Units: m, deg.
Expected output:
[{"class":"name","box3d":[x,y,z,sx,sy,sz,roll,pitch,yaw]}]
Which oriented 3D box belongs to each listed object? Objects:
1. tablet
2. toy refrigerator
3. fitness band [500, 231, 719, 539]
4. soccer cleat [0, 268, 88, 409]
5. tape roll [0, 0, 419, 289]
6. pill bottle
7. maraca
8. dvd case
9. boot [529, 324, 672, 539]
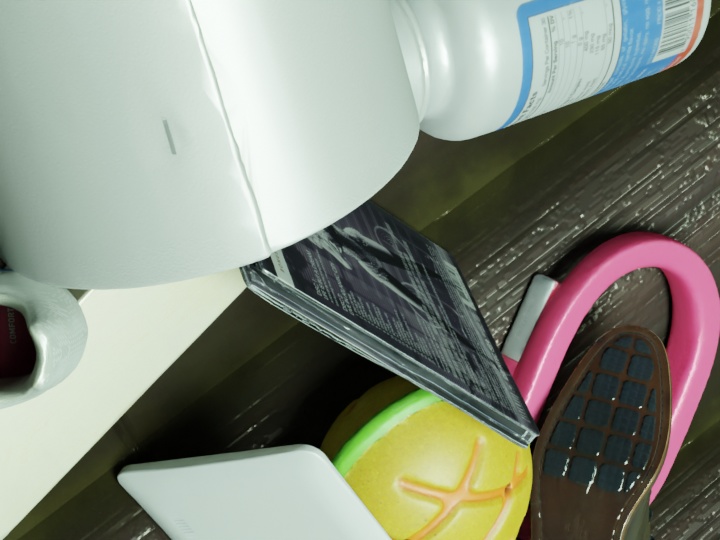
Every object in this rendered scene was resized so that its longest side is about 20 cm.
[{"class":"tablet","box3d":[-0.028,0.162,1.062,0.200,0.130,0.014,54,41,-34]},{"class":"toy refrigerator","box3d":[-0.146,0.040,0.963,0.200,0.076,0.070,-47,126,-12]},{"class":"fitness band","box3d":[0.143,0.072,1.193,0.143,0.037,0.200,18,97,-37]},{"class":"soccer cleat","box3d":[-0.219,0.032,0.863,0.200,0.086,0.070,-6,101,0]},{"class":"tape roll","box3d":[-0.086,-0.101,0.876,0.202,0.203,0.139,-29,121,-23]},{"class":"pill bottle","box3d":[0.071,-0.131,1.027,0.200,0.112,0.112,-20,116,-27]},{"class":"maraca","box3d":[0.035,0.132,1.103,0.137,0.107,0.200,-24,139,-14]},{"class":"dvd case","box3d":[0.000,0.000,1.008,0.016,0.149,0.200,-43,130,18]},{"class":"boot","box3d":[0.136,0.134,1.163,0.097,0.075,0.200,54,51,-73]}]
